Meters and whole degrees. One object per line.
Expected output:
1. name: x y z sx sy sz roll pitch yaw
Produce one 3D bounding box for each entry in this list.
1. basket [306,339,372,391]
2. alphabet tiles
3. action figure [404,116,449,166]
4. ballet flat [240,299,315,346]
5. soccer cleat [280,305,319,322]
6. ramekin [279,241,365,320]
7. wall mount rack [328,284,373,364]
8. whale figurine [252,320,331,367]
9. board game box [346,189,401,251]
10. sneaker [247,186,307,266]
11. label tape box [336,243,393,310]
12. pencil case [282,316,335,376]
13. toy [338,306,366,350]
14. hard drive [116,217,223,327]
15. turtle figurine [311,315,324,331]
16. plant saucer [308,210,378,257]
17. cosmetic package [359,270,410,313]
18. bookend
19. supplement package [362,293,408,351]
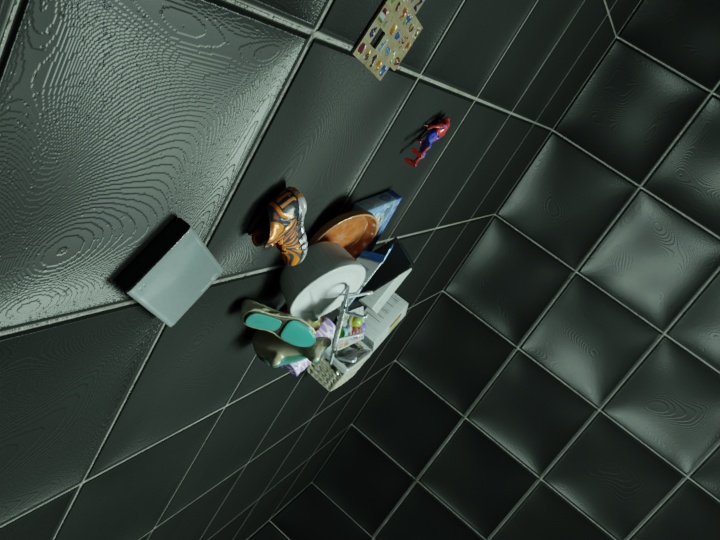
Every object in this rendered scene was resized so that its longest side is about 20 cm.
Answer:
1. basket: -0.074 0.308 2.286 0.124 0.135 0.200 -58 164 26
2. alphabet tiles: 0.063 -0.442 1.237 0.167 0.008 0.200 -56 165 10
3. action figure: 0.180 -0.344 1.726 0.200 0.052 0.066 -47 170 -37
4. ballet flat: -0.180 0.111 1.491 0.200 0.062 0.067 28 111 -37
5. soccer cleat: -0.123 0.084 1.724 0.200 0.085 0.069 -45 163 -24
6. ramekin: -0.097 0.019 1.556 0.202 0.094 0.203 -29 156 -14
7. wall mount rack: -0.020 0.126 1.590 0.174 0.074 0.201 -82 -174 -71
8. whale figurine: -0.162 0.183 1.606 0.159 0.199 0.104 -53 142 -39
9. board game box: 0.008 -0.105 1.763 0.199 0.043 0.200 -27 151 -55
10. sneaker: -0.166 -0.066 1.306 0.112 0.077 0.200 -38 149 -31
11. label tape box: 0.000 0.000 1.716 0.200 0.066 0.143 -54 -179 10
12. pencil case: -0.155 0.219 1.953 0.200 0.084 0.085 -43 -162 -24
13. toy: -0.018 0.195 2.260 0.200 0.047 0.116 -13 104 -61
14. hard drive: -0.308 0.009 1.108 0.140 0.033 0.200 -49 165 -13
15. turtle figurine: -0.140 0.142 1.845 0.200 0.064 0.161 -51 165 -4
16. plant saucer: -0.049 -0.074 1.600 0.200 0.032 0.201 -29 156 -14
17. cosmetic package: 0.079 0.038 2.231 0.200 0.081 0.113 -52 165 -5
18. bookend: 0.065 -0.011 1.890 0.200 0.092 0.199 -32 176 19
19. supplement package: 0.071 0.179 2.466 0.200 0.109 0.114 -47 164 -20
